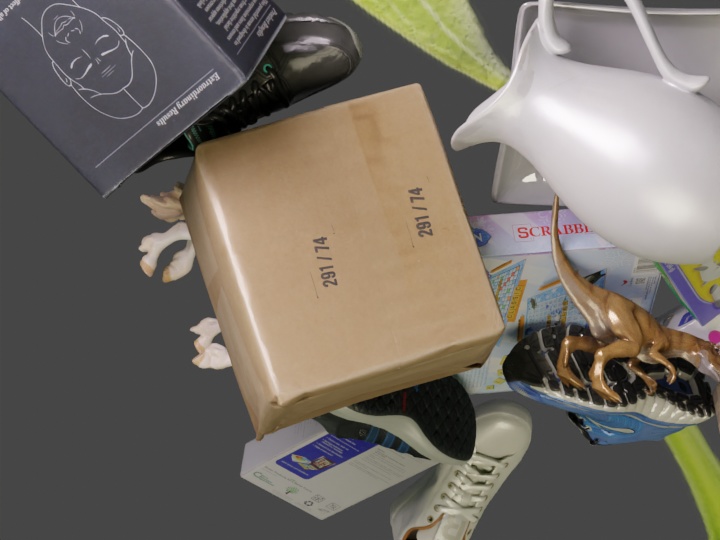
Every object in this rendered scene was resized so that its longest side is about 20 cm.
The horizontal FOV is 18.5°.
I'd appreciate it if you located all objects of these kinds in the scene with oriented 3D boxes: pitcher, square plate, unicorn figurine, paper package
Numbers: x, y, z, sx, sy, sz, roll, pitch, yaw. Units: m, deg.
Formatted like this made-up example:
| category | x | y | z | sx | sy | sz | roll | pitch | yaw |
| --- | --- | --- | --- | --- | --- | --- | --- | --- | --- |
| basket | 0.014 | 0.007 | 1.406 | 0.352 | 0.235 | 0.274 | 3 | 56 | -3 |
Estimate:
| category | x | y | z | sx | sy | sz | roll | pitch | yaw |
| --- | --- | --- | --- | --- | --- | --- | --- | --- | --- |
| pitcher | 0.188 | -0.109 | 1.547 | 0.199 | 0.121 | 0.172 | 30 | 115 | 3 |
| square plate | 0.204 | -0.125 | 1.644 | 0.199 | 0.029 | 0.199 | 1 | 135 | -4 |
| unicorn figurine | -0.076 | 0.012 | 1.670 | 0.137 | 0.074 | 0.201 | -28 | 107 | 9 |
| paper package | -0.014 | -0.007 | 1.589 | 0.190 | 0.201 | 0.104 | -16 | 166 | -16 |

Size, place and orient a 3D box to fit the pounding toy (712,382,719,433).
| category | x | y | z | sx | sy | sz | roll | pitch | yaw |
| --- | --- | --- | --- | --- | --- | --- | --- | --- | --- |
| pounding toy | 0.388 | 0.073 | 1.699 | 0.183 | 0.143 | 0.200 | -2 | 151 | -10 |

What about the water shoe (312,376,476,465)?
| category | x | y | z | sx | sy | sz | roll | pitch | yaw |
| --- | --- | --- | --- | --- | --- | --- | --- | --- | --- |
| water shoe | 0.015 | 0.104 | 1.756 | 0.079 | 0.072 | 0.200 | -8 | 155 | 38 |

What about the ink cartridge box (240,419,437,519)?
| category | x | y | z | sx | sy | sz | roll | pitch | yaw |
| --- | --- | --- | --- | --- | --- | --- | --- | --- | --- |
| ink cartridge box | -0.003 | 0.149 | 1.887 | 0.099 | 0.039 | 0.200 | 33 | 138 | -30 |

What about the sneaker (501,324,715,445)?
| category | x | y | z | sx | sy | sz | roll | pitch | yaw |
| --- | --- | --- | --- | --- | --- | --- | --- | --- | --- |
| sneaker | 0.190 | 0.105 | 1.775 | 0.199 | 0.079 | 0.089 | 16 | 136 | -33 |

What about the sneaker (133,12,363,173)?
| category | x | y | z | sx | sy | sz | roll | pitch | yaw |
| --- | --- | --- | --- | --- | --- | --- | --- | --- | --- |
| sneaker | -0.090 | -0.122 | 1.601 | 0.199 | 0.080 | 0.076 | -18 | 134 | 14 |

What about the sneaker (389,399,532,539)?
| category | x | y | z | sx | sy | sz | roll | pitch | yaw |
| --- | --- | --- | --- | --- | --- | --- | --- | --- | --- |
| sneaker | 0.092 | 0.197 | 1.932 | 0.072 | 0.085 | 0.200 | 19 | 131 | -18 |

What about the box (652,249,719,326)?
| category | x | y | z | sx | sy | sz | roll | pitch | yaw |
| --- | --- | --- | --- | --- | --- | --- | --- | --- | --- |
| box | 0.306 | -0.057 | 1.655 | 0.200 | 0.048 | 0.117 | -40 | 138 | 2 |

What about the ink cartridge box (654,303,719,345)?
| category | x | y | z | sx | sy | sz | roll | pitch | yaw |
| --- | --- | --- | --- | --- | --- | --- | --- | --- | --- |
| ink cartridge box | 0.315 | 0.015 | 1.736 | 0.199 | 0.095 | 0.037 | -29 | 95 | 21 |

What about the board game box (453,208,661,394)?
| category | x | y | z | sx | sy | sz | roll | pitch | yaw |
| --- | --- | --- | --- | --- | --- | --- | --- | --- | --- |
| board game box | 0.131 | 0.027 | 1.755 | 0.198 | 0.041 | 0.201 | -4 | 145 | -7 |

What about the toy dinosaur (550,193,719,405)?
| category | x | y | z | sx | sy | sz | roll | pitch | yaw |
| --- | --- | --- | --- | --- | --- | --- | --- | --- | --- |
| toy dinosaur | 0.187 | 0.038 | 1.679 | 0.199 | 0.107 | 0.060 | 34 | 168 | -18 |

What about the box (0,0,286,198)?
| category | x | y | z | sx | sy | sz | roll | pitch | yaw |
| --- | --- | --- | --- | --- | --- | --- | --- | --- | --- |
| box | -0.175 | -0.179 | 1.473 | 0.148 | 0.107 | 0.200 | -35 | 105 | 30 |
